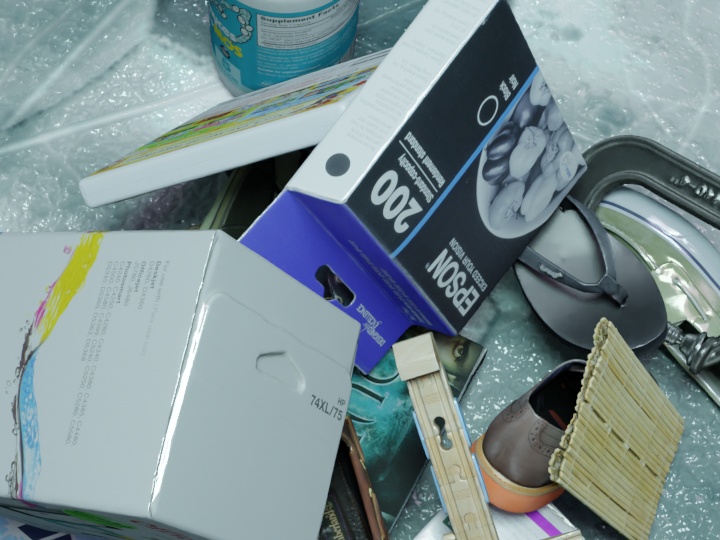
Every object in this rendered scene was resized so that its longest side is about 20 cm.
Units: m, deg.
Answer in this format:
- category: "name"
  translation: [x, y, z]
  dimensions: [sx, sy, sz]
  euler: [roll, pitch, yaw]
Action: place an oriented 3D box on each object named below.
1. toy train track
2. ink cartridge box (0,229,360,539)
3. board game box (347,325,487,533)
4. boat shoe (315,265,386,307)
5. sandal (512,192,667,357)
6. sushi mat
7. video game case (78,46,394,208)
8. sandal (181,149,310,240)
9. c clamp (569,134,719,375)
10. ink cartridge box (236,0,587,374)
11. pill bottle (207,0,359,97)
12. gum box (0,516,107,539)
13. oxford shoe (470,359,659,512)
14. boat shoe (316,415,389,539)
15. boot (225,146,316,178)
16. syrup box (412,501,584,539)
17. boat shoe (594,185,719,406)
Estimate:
- category: "toy train track"
  translation: [0.058, 0.134, 0.697]
  dimensions: [0.115, 0.033, 0.200]
  euler: [-18, 88, 12]
- category: "ink cartridge box"
  translation: [-0.129, 0.070, 0.680]
  dimensions: [0.200, 0.147, 0.146]
  euler: [0, 68, 33]
- category: "board game box"
  translation: [-0.015, 0.098, 0.812]
  dimensions: [0.135, 0.028, 0.200]
  euler: [27, 54, 8]
- category: "boat shoe"
  translation: [0.000, 0.000, 0.816]
  dimensions: [0.200, 0.062, 0.075]
  euler: [-4, 48, -32]
- category: "sandal"
  translation: [0.126, -0.024, 0.819]
  dimensions: [0.076, 0.043, 0.200]
  euler: [-34, 68, -4]
- category: "sushi mat"
  translation: [0.160, 0.106, 0.753]
  dimensions: [0.012, 0.200, 0.096]
  euler: [15, 75, 32]
- category: "video game case"
  translation: [-0.055, -0.099, 0.799]
  dimensions: [0.200, 0.182, 0.023]
  euler: [-12, 107, 29]
- category: "sandal"
  translation: [-0.100, -0.004, 0.842]
  dimensions: [0.201, 0.080, 0.057]
  euler: [-55, 40, -1]
- category: "c clamp"
  translation: [0.187, 0.001, 0.838]
  dimensions: [0.200, 0.027, 0.171]
  euler: [28, 94, 27]
- category: "ink cartridge box"
  translation: [0.040, -0.039, 0.729]
  dimensions: [0.043, 0.198, 0.200]
  euler: [35, 84, 33]
- category: "pill bottle"
  translation: [-0.054, -0.205, 0.871]
  dimensions: [0.111, 0.200, 0.111]
  euler: [1, 66, -3]
- category: "gum box"
  translation: [-0.179, 0.219, 0.765]
  dimensions: [0.200, 0.045, 0.170]
  euler: [-18, 68, -12]
- category: "oxford shoe"
  translation: [0.148, 0.090, 0.784]
  dimensions: [0.071, 0.073, 0.200]
  euler: [42, 34, 21]
- category: "boat shoe"
  translation: [-0.031, 0.110, 0.738]
  dimensions: [0.070, 0.070, 0.200]
  euler: [-19, 58, -17]
- category: "boot"
  translation: [0.008, -0.096, 0.910]
  dimensions: [0.200, 0.070, 0.132]
  euler: [14, 59, -4]
- category: "syrup box"
  translation: [0.042, 0.218, 0.760]
  dimensions: [0.081, 0.079, 0.200]
  euler: [42, 70, 15]
- category: "boat shoe"
  translation: [0.225, 0.022, 0.860]
  dimensions: [0.200, 0.072, 0.062]
  euler: [44, 65, 12]
